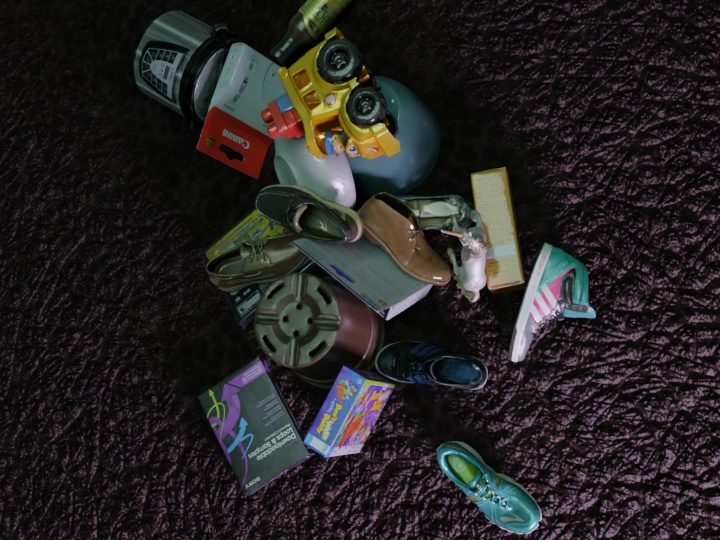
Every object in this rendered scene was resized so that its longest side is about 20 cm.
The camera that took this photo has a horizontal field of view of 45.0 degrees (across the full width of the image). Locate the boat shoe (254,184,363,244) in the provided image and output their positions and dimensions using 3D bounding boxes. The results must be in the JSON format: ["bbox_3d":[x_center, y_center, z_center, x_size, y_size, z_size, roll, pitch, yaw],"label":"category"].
[{"bbox_3d":[-0.093,-0.094,1.428,0.197,0.065,0.074,15,107,20],"label":"boat shoe"}]

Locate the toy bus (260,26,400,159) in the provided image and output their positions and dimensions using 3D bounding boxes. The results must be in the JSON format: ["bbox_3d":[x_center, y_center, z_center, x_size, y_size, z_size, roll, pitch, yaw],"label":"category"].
[{"bbox_3d":[-0.053,-0.246,1.372,0.190,0.136,0.202,-29,75,5],"label":"toy bus"}]

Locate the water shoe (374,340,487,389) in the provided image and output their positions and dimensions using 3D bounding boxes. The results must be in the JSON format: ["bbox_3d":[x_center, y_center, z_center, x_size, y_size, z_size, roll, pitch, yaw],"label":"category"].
[{"bbox_3d":[0.114,0.155,1.458,0.197,0.079,0.073,4,81,17],"label":"water shoe"}]

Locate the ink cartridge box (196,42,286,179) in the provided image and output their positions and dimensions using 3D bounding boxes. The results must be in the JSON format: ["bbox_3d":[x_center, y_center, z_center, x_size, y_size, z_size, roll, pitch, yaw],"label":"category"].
[{"bbox_3d":[-0.197,-0.285,1.582,0.047,0.159,0.203,14,83,43],"label":"ink cartridge box"}]

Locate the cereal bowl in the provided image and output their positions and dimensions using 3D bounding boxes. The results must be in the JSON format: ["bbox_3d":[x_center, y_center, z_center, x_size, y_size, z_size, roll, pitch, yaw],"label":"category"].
[{"bbox_3d":[-0.093,-0.175,1.506,0.083,0.201,0.201,-27,72,-20],"label":"cereal bowl"}]

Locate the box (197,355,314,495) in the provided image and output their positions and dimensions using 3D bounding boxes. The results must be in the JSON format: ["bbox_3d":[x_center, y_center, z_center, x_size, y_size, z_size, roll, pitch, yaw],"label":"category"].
[{"bbox_3d":[-0.188,0.276,1.550,0.142,0.036,0.202,-34,75,8],"label":"box"}]

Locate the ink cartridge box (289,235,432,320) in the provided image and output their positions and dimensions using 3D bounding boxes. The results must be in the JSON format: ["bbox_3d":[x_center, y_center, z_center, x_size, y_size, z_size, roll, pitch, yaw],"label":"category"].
[{"bbox_3d":[0.000,0.000,1.461,0.199,0.199,0.041,39,120,19],"label":"ink cartridge box"}]

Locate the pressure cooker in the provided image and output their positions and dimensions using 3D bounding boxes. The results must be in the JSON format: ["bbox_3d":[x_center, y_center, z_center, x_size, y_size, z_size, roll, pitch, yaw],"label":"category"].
[{"bbox_3d":[-0.306,-0.375,1.623,0.198,0.176,0.180,31,73,18],"label":"pressure cooker"}]

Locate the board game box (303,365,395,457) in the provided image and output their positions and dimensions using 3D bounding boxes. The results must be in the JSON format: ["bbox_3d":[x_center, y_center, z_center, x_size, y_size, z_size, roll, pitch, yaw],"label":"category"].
[{"bbox_3d":[-0.014,0.231,1.420,0.044,0.200,0.136,28,89,18],"label":"board game box"}]

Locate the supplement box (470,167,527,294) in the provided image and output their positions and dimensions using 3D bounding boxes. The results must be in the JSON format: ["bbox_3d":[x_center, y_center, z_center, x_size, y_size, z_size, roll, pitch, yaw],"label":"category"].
[{"bbox_3d":[0.234,-0.067,1.469,0.068,0.066,0.203,-12,78,13],"label":"supplement box"}]

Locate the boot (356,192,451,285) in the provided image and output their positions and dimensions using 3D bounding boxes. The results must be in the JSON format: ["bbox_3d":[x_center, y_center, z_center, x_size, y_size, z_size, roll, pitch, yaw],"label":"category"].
[{"bbox_3d":[0.084,-0.052,1.473,0.199,0.074,0.076,38,130,-6],"label":"boot"}]

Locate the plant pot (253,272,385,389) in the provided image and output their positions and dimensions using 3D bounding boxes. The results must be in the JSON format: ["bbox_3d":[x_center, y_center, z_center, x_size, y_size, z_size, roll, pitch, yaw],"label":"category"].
[{"bbox_3d":[-0.077,0.092,1.463,0.197,0.198,0.204,-3,79,16],"label":"plant pot"}]

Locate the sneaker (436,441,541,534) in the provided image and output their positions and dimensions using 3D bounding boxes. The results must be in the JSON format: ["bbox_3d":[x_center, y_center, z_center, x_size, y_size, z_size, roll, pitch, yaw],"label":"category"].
[{"bbox_3d":[0.200,0.353,1.400,0.199,0.080,0.078,35,91,18],"label":"sneaker"}]

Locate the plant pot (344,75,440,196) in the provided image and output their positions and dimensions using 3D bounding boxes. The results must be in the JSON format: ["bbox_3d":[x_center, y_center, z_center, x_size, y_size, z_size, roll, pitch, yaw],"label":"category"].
[{"bbox_3d":[0.027,-0.243,1.510,0.197,0.161,0.204,-3,80,16],"label":"plant pot"}]

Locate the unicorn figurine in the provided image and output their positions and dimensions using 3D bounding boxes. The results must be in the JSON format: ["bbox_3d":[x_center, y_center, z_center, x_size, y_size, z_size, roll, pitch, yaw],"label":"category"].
[{"bbox_3d":[0.176,-0.034,1.407,0.073,0.202,0.138,-19,35,4],"label":"unicorn figurine"}]

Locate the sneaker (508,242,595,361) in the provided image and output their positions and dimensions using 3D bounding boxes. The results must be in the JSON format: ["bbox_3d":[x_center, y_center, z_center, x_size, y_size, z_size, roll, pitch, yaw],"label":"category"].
[{"bbox_3d":[0.320,0.068,1.416,0.119,0.084,0.203,19,101,11],"label":"sneaker"}]

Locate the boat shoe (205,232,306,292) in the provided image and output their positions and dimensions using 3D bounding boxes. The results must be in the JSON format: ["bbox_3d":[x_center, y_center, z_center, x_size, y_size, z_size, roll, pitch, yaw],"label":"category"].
[{"bbox_3d":[-0.183,-0.018,1.522,0.198,0.072,0.077,-23,61,16],"label":"boat shoe"}]

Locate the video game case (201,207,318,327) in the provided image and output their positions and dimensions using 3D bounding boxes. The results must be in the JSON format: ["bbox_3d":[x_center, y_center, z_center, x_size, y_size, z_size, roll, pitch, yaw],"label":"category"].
[{"bbox_3d":[-0.177,-0.027,1.581,0.199,0.025,0.182,-38,58,7],"label":"video game case"}]

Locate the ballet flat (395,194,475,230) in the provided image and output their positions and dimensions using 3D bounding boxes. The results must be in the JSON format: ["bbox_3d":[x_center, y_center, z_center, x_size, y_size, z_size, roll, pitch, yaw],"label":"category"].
[{"bbox_3d":[0.100,-0.103,1.513,0.197,0.074,0.076,-5,79,16],"label":"ballet flat"}]

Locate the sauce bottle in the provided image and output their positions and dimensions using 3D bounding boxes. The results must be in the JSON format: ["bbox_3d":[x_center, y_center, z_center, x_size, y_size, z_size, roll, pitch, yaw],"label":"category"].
[{"bbox_3d":[-0.089,-0.471,1.635,0.065,0.065,0.200,44,96,18],"label":"sauce bottle"}]
